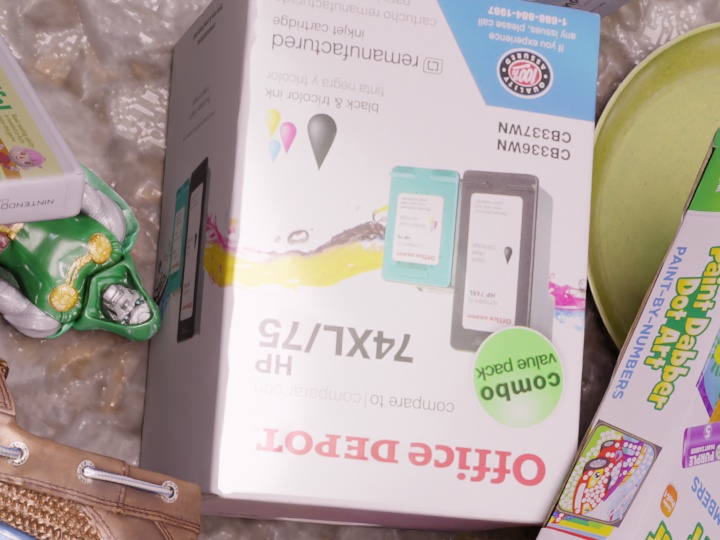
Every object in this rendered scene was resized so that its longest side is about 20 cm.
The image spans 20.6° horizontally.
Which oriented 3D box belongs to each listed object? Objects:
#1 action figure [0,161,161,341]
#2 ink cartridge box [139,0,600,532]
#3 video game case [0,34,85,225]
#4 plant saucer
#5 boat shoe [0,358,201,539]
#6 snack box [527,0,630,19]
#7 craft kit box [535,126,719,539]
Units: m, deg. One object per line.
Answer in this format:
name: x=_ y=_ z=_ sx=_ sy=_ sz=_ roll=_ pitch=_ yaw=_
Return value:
action figure: x=-0.162 y=-0.035 z=0.801 sx=0.199 sy=0.055 sz=0.119 roll=35 pitch=83 yaw=-8
ink cartridge box: x=0.000 y=0.000 z=0.801 sx=0.145 sy=0.146 sz=0.202 roll=6 pitch=81 yaw=-17
video game case: x=-0.215 y=-0.074 z=0.700 sx=0.180 sy=0.022 sz=0.200 roll=-7 pitch=40 yaw=-28
plant saucer: x=0.187 y=-0.016 z=0.928 sx=0.198 sy=0.031 sz=0.202 roll=3 pitch=80 yaw=-18
boat shoe: x=-0.139 y=0.056 z=0.617 sx=0.199 sy=0.072 sz=0.073 roll=31 pitch=67 yaw=-23
snack box: x=0.082 y=-0.178 z=0.828 sx=0.052 sy=0.200 sz=0.144 roll=-3 pitch=82 yaw=-19
craft kit box: x=0.164 y=0.080 z=0.805 sx=0.200 sy=0.048 sz=0.199 roll=48 pitch=62 yaw=-40
